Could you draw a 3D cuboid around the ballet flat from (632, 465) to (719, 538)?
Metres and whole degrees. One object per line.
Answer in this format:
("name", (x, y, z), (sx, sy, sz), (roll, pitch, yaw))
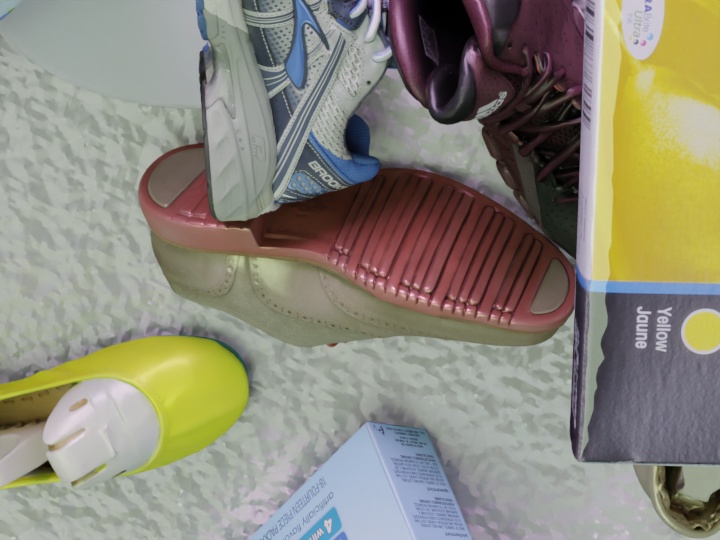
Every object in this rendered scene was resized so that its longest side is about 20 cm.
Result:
("ballet flat", (0.165, 0.027, 0.787), (0.069, 0.070, 0.201), (23, 120, 7))

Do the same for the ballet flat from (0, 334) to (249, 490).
("ballet flat", (-0.148, 0.080, 0.922), (0.198, 0.067, 0.067), (-11, 110, 23))

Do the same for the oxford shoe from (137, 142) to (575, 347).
("oxford shoe", (0.000, 0.000, 0.839), (0.198, 0.071, 0.074), (17, 138, 20))

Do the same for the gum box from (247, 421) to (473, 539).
("gum box", (0.001, 0.201, 0.872), (0.170, 0.044, 0.201), (-46, 51, 31))

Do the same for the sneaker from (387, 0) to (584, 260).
("sneaker", (0.062, -0.059, 0.752), (0.075, 0.116, 0.201), (-27, 103, 28))

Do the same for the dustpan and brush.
("dustpan and brush", (-0.139, -0.130, 0.833), (0.198, 0.057, 0.141), (-7, 123, 15))

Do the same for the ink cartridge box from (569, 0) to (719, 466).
("ink cartridge box", (0.180, -0.023, 0.718), (0.198, 0.047, 0.200), (1, 104, 2))

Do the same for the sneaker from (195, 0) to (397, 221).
("sneaker", (-0.024, -0.110, 0.756), (0.084, 0.078, 0.201), (-4, 134, -4))

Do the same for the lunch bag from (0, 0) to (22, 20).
("lunch bag", (-0.189, -0.155, 0.771), (0.199, 0.082, 0.162), (-32, 57, 30))
